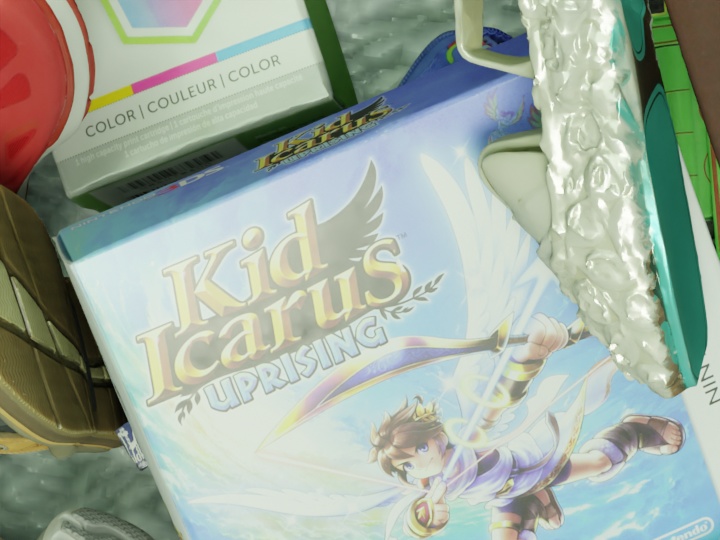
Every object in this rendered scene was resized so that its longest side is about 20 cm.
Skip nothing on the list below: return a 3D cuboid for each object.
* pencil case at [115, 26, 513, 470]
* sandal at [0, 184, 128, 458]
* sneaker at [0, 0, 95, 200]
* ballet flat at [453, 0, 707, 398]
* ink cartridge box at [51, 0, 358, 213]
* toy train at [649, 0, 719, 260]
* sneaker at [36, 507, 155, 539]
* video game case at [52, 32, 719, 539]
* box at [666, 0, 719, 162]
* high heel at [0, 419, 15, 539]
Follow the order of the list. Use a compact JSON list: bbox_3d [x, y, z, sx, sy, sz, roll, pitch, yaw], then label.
[{"bbox_3d":[0.000,0.000,1.005,0.200,0.078,0.087,-43,100,1],"label":"pencil case"},{"bbox_3d":[-0.120,0.027,0.960,0.054,0.200,0.080,-14,78,3],"label":"sandal"},{"bbox_3d":[-0.149,-0.019,0.965,0.078,0.200,0.116,22,55,3],"label":"sneaker"},{"bbox_3d":[0.065,-0.059,0.892,0.072,0.072,0.200,-7,102,10],"label":"ballet flat"},{"bbox_3d":[-0.080,-0.130,1.050,0.104,0.059,0.200,-19,78,9],"label":"ink cartridge box"},{"bbox_3d":[0.124,-0.085,1.017,0.056,0.042,0.200,-6,81,20],"label":"toy train"},{"bbox_3d":[-0.092,0.168,0.911,0.082,0.075,0.200,-33,45,34],"label":"sneaker"},{"bbox_3d":[0.025,0.033,0.954,0.200,0.045,0.181,-24,107,-5],"label":"video game case"},{"bbox_3d":[0.150,-0.108,0.935,0.100,0.075,0.200,-24,74,22],"label":"box"},{"bbox_3d":[-0.183,0.112,0.982,0.142,0.200,0.071,-17,123,11],"label":"high heel"}]
